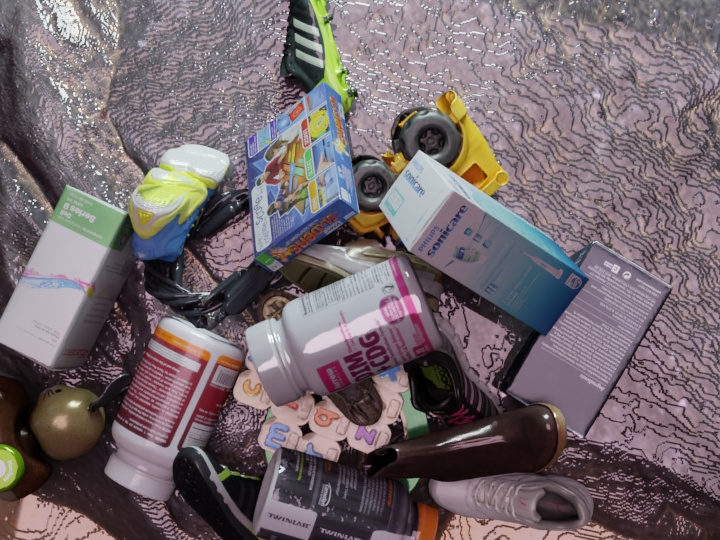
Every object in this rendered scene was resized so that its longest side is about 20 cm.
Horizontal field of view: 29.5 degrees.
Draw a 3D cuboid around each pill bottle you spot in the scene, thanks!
[{"bbox_3d":[-0.225,0.164,1.622,0.113,0.113,0.201,25,88,4],"label":"pill bottle"},{"bbox_3d":[-0.014,0.277,1.554,0.199,0.106,0.107,17,88,-7],"label":"pill bottle"},{"bbox_3d":[-0.019,0.071,1.516,0.199,0.113,0.114,-23,86,4],"label":"pill bottle"}]

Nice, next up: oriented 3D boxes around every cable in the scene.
[{"bbox_3d":[-0.164,-0.024,1.642,0.163,0.051,0.200,27,67,33],"label":"cable"}]

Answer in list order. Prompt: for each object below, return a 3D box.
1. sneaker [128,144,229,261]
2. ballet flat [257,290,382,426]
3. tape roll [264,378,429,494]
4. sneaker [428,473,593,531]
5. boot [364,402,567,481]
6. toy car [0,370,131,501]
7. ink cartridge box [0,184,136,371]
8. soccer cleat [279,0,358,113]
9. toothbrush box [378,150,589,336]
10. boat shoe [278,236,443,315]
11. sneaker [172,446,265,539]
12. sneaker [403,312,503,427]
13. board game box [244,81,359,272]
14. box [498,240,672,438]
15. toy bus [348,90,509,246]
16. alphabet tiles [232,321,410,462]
[{"bbox_3d":[-0.223,-0.076,1.623,0.076,0.200,0.105,24,121,12],"label":"sneaker"},{"bbox_3d":[-0.047,0.101,1.590,0.067,0.046,0.200,-40,81,-4],"label":"ballet flat"},{"bbox_3d":[-0.016,0.201,1.644,0.200,0.048,0.201,0,87,3],"label":"tape roll"},{"bbox_3d":[0.180,0.263,1.606,0.199,0.099,0.078,6,87,3],"label":"sneaker"},{"bbox_3d":[0.114,0.198,1.492,0.166,0.200,0.073,-3,74,-29],"label":"boot"},{"bbox_3d":[-0.364,0.165,1.612,0.199,0.164,0.158,-25,86,-9],"label":"toy car"},{"bbox_3d":[-0.339,0.012,1.619,0.087,0.145,0.201,24,88,4],"label":"ink cartridge box"},{"bbox_3d":[-0.068,-0.279,1.668,0.081,0.068,0.201,-18,86,14],"label":"soccer cleat"},{"bbox_3d":[0.134,-0.032,1.519,0.200,0.146,0.085,32,102,-24],"label":"toothbrush box"},{"bbox_3d":[0.000,0.000,1.605,0.199,0.075,0.069,19,61,-7],"label":"boat shoe"},{"bbox_3d":[-0.146,0.264,1.609,0.083,0.072,0.200,-54,127,-33],"label":"sneaker"},{"bbox_3d":[0.103,0.150,1.594,0.074,0.088,0.200,-13,117,32],"label":"sneaker"},{"bbox_3d":[-0.072,-0.110,1.587,0.135,0.034,0.200,-33,43,26],"label":"board game box"},{"bbox_3d":[0.257,0.081,1.589,0.107,0.148,0.200,30,88,4],"label":"box"},{"bbox_3d":[0.082,-0.086,1.627,0.200,0.136,0.192,-39,102,2],"label":"toy bus"},{"bbox_3d":[-0.043,0.132,1.616,0.195,0.015,0.201,20,83,6],"label":"alphabet tiles"}]
